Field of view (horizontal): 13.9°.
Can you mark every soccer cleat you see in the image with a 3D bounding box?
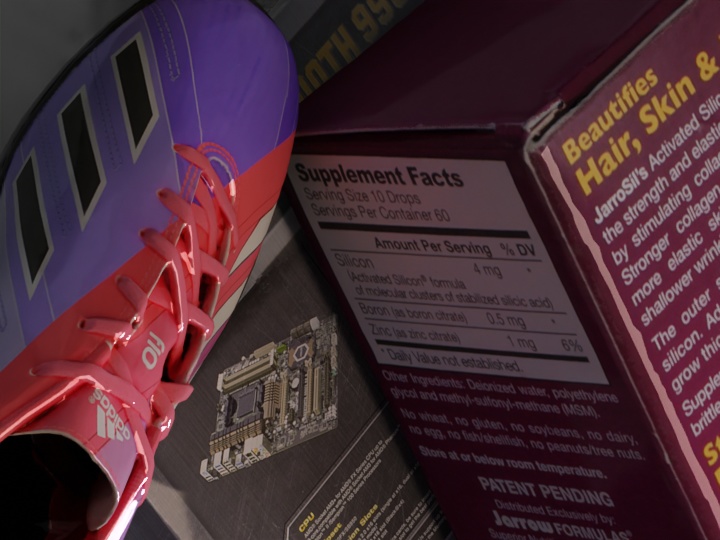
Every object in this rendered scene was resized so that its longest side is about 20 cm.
[{"bbox_3d":[-0.059,0.020,0.635,0.068,0.073,0.201,41,65,-24],"label":"soccer cleat"}]

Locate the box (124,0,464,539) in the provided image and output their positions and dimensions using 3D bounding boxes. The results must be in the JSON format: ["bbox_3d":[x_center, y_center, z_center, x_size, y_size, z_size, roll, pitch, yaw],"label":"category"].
[{"bbox_3d":[0.000,0.000,0.763,0.200,0.048,0.159,-51,120,-27],"label":"box"}]

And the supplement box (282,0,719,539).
[{"bbox_3d":[0.084,0.017,0.735,0.131,0.103,0.201,-40,116,-32],"label":"supplement box"}]
